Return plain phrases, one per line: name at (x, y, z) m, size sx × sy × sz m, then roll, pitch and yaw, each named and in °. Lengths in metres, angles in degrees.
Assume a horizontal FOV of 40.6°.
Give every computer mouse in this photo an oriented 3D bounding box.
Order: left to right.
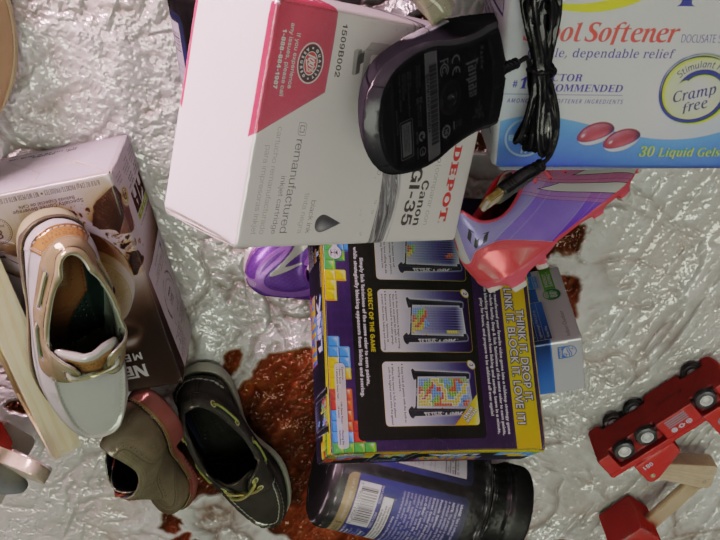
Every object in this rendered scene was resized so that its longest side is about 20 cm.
computer mouse at (0.060, -0.095, 0.612) m, size 0.046 × 0.200 × 0.141 m, roll 20°, pitch 132°, yaw 37°

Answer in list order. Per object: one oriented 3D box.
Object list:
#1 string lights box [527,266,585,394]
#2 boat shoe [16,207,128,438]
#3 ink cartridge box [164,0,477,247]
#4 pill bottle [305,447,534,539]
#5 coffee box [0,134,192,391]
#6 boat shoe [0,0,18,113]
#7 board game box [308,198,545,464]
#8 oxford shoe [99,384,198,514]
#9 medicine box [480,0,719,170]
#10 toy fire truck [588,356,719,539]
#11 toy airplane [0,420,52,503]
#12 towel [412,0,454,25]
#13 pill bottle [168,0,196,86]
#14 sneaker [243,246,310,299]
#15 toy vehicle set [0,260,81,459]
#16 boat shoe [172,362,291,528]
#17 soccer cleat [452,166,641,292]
string lights box at (0.085, 0.065, 0.844) m, size 0.198 × 0.103 × 0.059 m, roll -10°, pitch 125°, yaw 4°
boat shoe at (-0.217, 0.055, 0.746) m, size 0.074 × 0.068 × 0.201 m, roll -21°, pitch 124°, yaw -22°
ink cartridge box at (-0.013, -0.097, 0.629) m, size 0.199 × 0.083 × 0.148 m, roll -4°, pitch 112°, yaw -44°
pill bottle at (0.057, 0.207, 0.924) m, size 0.199 × 0.112 × 0.112 m, roll 16°, pitch 119°, yaw -10°
coffee box at (-0.223, 0.002, 0.813) m, size 0.112 × 0.080 × 0.201 m, roll -11°, pitch 121°, yaw 4°
boat shoe at (-0.307, -0.126, 0.731) m, size 0.071 × 0.065 × 0.201 m, roll 14°, pitch 107°, yaw -7°
board game box at (0.046, 0.044, 0.745) m, size 0.164 × 0.202 × 0.057 m, roll 2°, pitch 161°, yaw -15°
oxford shoe at (-0.202, 0.182, 0.897) m, size 0.070 × 0.075 × 0.201 m, roll 30°, pitch 148°, yaw 23°
medicine box at (0.184, -0.184, 0.699) m, size 0.181 × 0.103 × 0.201 m, roll 0°, pitch 122°, yaw -1°
toy fire truck at (0.301, 0.187, 0.955) m, size 0.200 × 0.049 × 0.141 m, roll -38°, pitch 115°, yaw 18°
toy airplane at (-0.366, 0.145, 0.846) m, size 0.199 × 0.141 × 0.200 m, roll 42°, pitch 141°, yaw -1°
towel at (-0.009, -0.253, 0.600) m, size 0.034 × 0.193 × 0.200 m, roll -35°, pitch 114°, yaw 9°
pill bottle at (-0.075, -0.163, 0.691) m, size 0.111 × 0.112 × 0.201 m, roll -3°, pitch 121°, yaw 1°
sneaker at (0.000, 0.000, 0.816) m, size 0.198 × 0.084 × 0.081 m, roll 0°, pitch 121°, yaw 0°
toy vehicle set at (-0.297, 0.050, 0.817) m, size 0.026 × 0.124 × 0.201 m, roll -27°, pitch 124°, yaw -23°
boat shoe at (-0.124, 0.183, 0.935) m, size 0.071 × 0.061 × 0.202 m, roll -19°, pitch 119°, yaw 10°
soccer cleat at (0.145, -0.063, 0.742) m, size 0.200 × 0.067 × 0.077 m, roll -41°, pitch 109°, yaw -26°
